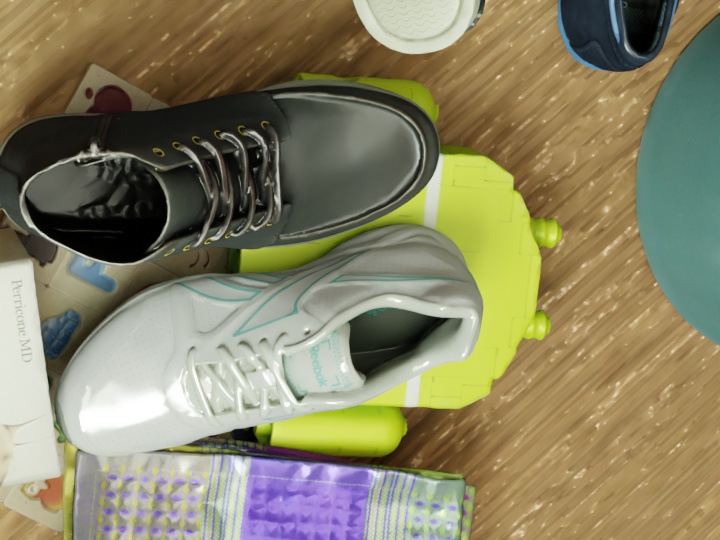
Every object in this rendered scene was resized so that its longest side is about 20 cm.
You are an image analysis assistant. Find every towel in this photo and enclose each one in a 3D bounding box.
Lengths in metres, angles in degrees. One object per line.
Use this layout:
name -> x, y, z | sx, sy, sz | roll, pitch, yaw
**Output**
towel -> -0.047, 0.152, 1.000 | 0.199, 0.023, 0.145 | 9, 82, -13

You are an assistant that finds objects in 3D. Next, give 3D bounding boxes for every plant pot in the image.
plant pot -> 0.256, -0.034, 1.044 | 0.199, 0.161, 0.202 | -4, 103, -17

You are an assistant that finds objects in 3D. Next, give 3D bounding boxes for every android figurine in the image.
android figurine -> 0.000, 0.000, 1.021 | 0.199, 0.041, 0.183 | 1, 101, -16

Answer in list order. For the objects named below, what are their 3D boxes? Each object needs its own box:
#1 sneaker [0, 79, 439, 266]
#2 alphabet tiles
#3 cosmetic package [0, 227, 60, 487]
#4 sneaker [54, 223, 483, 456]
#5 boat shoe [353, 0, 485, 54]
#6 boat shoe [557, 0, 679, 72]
sneaker -> -0.053, -0.034, 0.925 | 0.199, 0.106, 0.075 | -8, 103, -12
alphabet tiles -> -0.105, 0.030, 1.019 | 0.167, 0.008, 0.201 | 30, 92, -23
cosmetic package -> -0.237, 0.051, 0.939 | 0.199, 0.073, 0.104 | -10, 104, -13
sneaker -> -0.039, 0.034, 0.956 | 0.199, 0.080, 0.071 | -20, 111, -6
boat shoe -> 0.022, -0.192, 0.874 | 0.071, 0.068, 0.201 | 2, 108, 24
boat shoe -> 0.144, -0.192, 1.019 | 0.084, 0.069, 0.201 | -3, 103, -18
